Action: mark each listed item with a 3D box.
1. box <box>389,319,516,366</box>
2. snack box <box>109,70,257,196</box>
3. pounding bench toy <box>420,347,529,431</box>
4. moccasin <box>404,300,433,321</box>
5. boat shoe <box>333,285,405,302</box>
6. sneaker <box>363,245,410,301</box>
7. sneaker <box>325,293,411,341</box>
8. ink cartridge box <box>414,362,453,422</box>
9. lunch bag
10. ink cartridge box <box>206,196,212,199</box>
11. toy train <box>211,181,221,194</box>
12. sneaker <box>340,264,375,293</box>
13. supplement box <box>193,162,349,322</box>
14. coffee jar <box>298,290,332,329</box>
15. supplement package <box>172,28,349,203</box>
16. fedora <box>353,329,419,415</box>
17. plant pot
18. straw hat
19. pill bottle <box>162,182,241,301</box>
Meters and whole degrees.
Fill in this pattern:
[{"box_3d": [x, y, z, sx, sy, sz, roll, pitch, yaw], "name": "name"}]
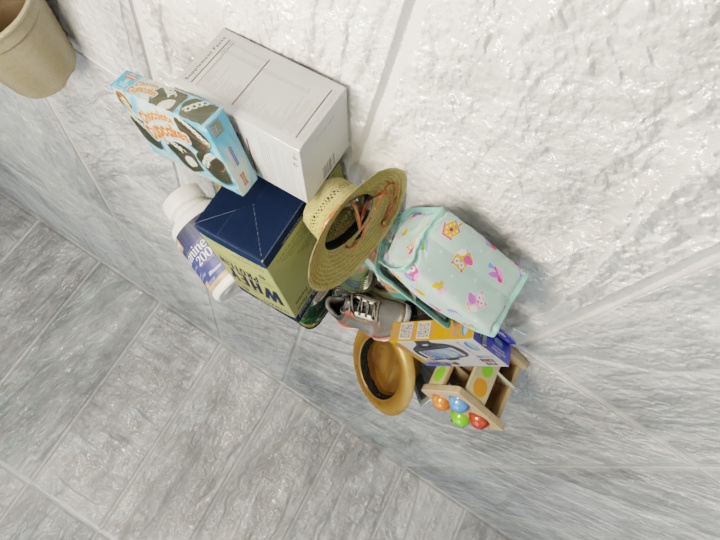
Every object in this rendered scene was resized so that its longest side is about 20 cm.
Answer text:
[{"box_3d": [0.157, 0.122, 0.877, 0.196, 0.043, 0.118, -7, 147, 46], "name": "box"}, {"box_3d": [-0.231, -0.180, 0.687, 0.196, 0.037, 0.118, 27, 155, 29], "name": "snack box"}, {"box_3d": [0.196, 0.214, 1.025, 0.123, 0.159, 0.199, 38, 157, -16], "name": "pounding bench toy"}, {"box_3d": [0.149, 0.086, 0.949, 0.076, 0.076, 0.200, 26, 158, -23], "name": "moccasin"}, {"box_3d": [0.019, 0.071, 1.095, 0.195, 0.067, 0.073, 17, 150, 29], "name": "boat shoe"}, {"box_3d": [0.053, 0.003, 0.887, 0.198, 0.073, 0.079, 35, 150, -25], "name": "sneaker"}, {"box_3d": [0.006, 0.081, 0.996, 0.195, 0.080, 0.081, -2, 154, 43], "name": "sneaker"}, {"box_3d": [0.169, 0.242, 1.156, 0.057, 0.166, 0.198, -38, 137, 21], "name": "ink cartridge box"}, {"box_3d": [0.114, -0.001, 0.765, 0.168, 0.124, 0.199, 35, 174, -14], "name": "lunch bag"}, {"box_3d": [-0.255, -0.068, 1.102, 0.196, 0.086, 0.145, 31, -174, 5], "name": "ink cartridge box"}, {"box_3d": [-0.230, -0.163, 0.963, 0.114, 0.085, 0.201, 43, 162, 11], "name": "toy train"}, {"box_3d": [0.000, 0.000, 0.992, 0.089, 0.069, 0.199, 36, 161, -18], "name": "sneaker"}, {"box_3d": [-0.120, -0.069, 0.828, 0.131, 0.203, 0.202, 25, 159, 21], "name": "supplement box"}, {"box_3d": [-0.111, 0.059, 1.200, 0.084, 0.105, 0.201, 34, 157, 7], "name": "coffee jar"}, {"box_3d": [-0.124, -0.202, 0.689, 0.196, 0.115, 0.110, 30, 157, 14], "name": "supplement package"}, {"box_3d": [0.063, 0.187, 1.063, 0.198, 0.080, 0.209, 21, 116, 48], "name": "fedora"}, {"box_3d": [-0.572, -0.390, 0.855, 0.196, 0.205, 0.184, 29, 169, 6], "name": "plant pot"}, {"box_3d": [-0.029, -0.078, 0.726, 0.084, 0.201, 0.203, 38, 160, 19], "name": "straw hat"}, {"box_3d": [-0.277, -0.056, 0.974, 0.202, 0.110, 0.111, 53, 158, 6], "name": "pill bottle"}]
